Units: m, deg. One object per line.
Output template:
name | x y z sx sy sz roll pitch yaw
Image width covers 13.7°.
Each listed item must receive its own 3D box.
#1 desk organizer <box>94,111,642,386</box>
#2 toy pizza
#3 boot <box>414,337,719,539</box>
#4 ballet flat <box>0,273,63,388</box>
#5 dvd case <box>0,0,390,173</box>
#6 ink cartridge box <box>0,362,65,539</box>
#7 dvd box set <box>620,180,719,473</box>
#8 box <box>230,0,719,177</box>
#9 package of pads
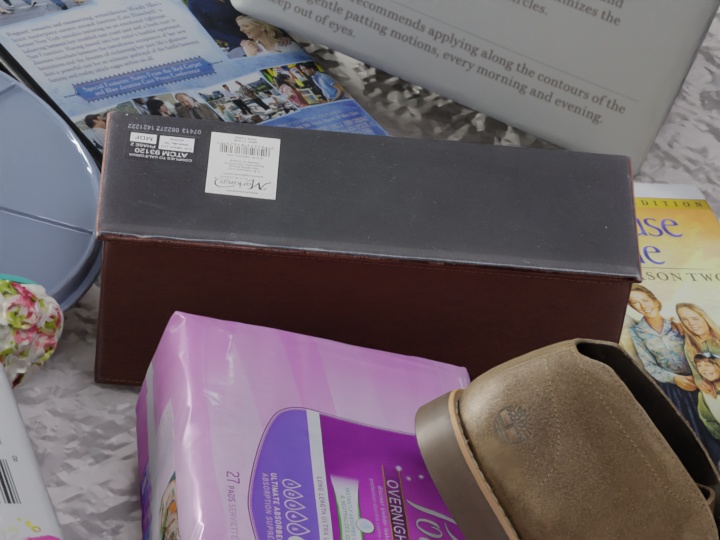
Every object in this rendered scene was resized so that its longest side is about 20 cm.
desk organizer | 0.000 0.000 1.131 0.199 0.077 0.072 5 41 -4
toy pizza | -0.194 -0.028 1.144 0.199 0.032 0.201 12 37 -9
boot | 0.101 0.114 1.000 0.200 0.075 0.074 58 15 -7
ballet flat | -0.196 0.043 1.024 0.199 0.076 0.064 -4 47 -16
dvd case | -0.086 -0.084 1.279 0.142 0.018 0.200 -16 50 -39
ink cartridge box | -0.161 0.122 0.921 0.144 0.085 0.200 0 39 -25
dvd box set | 0.107 0.037 1.205 0.146 0.029 0.200 2 40 -23
box | 0.079 -0.182 1.337 0.198 0.172 0.200 23 28 5
package of pads | -0.012 0.106 1.021 0.120 0.076 0.200 10 38 -14
